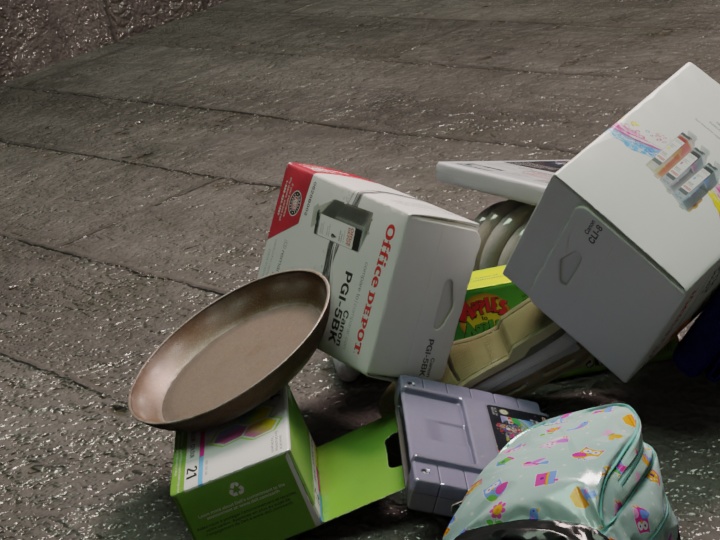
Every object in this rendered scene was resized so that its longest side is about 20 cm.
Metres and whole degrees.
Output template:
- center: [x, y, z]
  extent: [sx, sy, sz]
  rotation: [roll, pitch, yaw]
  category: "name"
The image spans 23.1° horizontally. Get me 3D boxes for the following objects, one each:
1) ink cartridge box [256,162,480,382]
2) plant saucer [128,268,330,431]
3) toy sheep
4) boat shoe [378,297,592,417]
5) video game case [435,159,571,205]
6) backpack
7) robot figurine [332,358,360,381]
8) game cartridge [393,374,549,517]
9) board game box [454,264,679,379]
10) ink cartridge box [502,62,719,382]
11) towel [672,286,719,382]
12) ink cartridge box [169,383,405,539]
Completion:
- center: [0.000, 0.000, 1.546]
  extent: [0.082, 0.148, 0.200]
  rotation: [10, 9, -37]
  category: "ink cartridge box"
- center: [-0.105, 0.073, 1.492]
  extent: [0.199, 0.032, 0.201]
  rotation: [-28, 24, 14]
  category: "plant saucer"
- center: [0.171, -0.007, 1.685]
  extent: [0.137, 0.139, 0.200]
  rotation: [-22, 27, -25]
  category: "toy sheep"
- center: [0.111, 0.094, 1.524]
  extent: [0.199, 0.068, 0.075]
  rotation: [-29, 32, 19]
  category: "boat shoe"
- center: [0.202, -0.082, 1.697]
  extent: [0.181, 0.024, 0.199]
  rotation: [-4, 13, -36]
  category: "video game case"
- center: [0.142, 0.178, 1.187]
  extent: [0.166, 0.128, 0.200]
  rotation: [-6, 17, 29]
  category: "backpack"
- center: [0.030, 0.031, 1.687]
  extent: [0.170, 0.113, 0.200]
  rotation: [-54, 19, 7]
  category: "robot figurine"
- center: [0.095, 0.141, 1.389]
  extent: [0.128, 0.039, 0.200]
  rotation: [8, 19, -5]
  category: "game cartridge"
- center: [0.179, 0.041, 1.579]
  extent: [0.198, 0.102, 0.048]
  rotation: [-11, 18, 5]
  category: "board game box"
- center: [0.244, -0.039, 1.451]
  extent: [0.145, 0.146, 0.200]
  rotation: [43, 56, 15]
  category: "ink cartridge box"
- center: [0.349, 0.002, 1.466]
  extent: [0.050, 0.201, 0.147]
  rotation: [42, 29, 17]
  category: "towel"
- center: [-0.047, 0.144, 1.433]
  extent: [0.199, 0.076, 0.148]
  rotation: [-23, 19, 4]
  category: "ink cartridge box"
